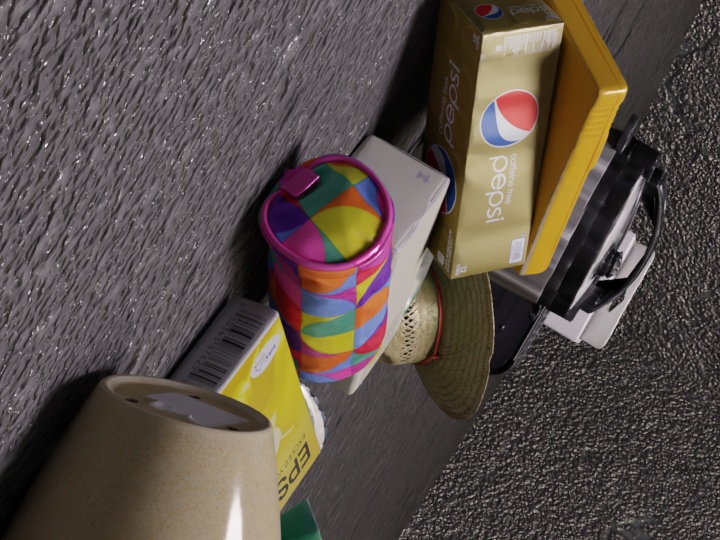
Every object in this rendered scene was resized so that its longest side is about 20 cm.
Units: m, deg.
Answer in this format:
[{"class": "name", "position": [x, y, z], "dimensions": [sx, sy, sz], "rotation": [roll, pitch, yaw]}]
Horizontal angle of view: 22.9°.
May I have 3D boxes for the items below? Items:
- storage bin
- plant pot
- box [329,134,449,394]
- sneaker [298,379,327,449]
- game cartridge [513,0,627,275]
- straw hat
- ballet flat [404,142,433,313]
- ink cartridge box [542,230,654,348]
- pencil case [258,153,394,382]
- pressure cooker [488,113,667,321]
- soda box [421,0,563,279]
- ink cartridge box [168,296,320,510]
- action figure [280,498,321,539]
[{"class": "storage bin", "position": [0.138, -0.009, 1.774], "dimensions": [0.201, 0.135, 0.094], "rotation": [-60, 171, 6]}, {"class": "plant pot", "position": [-0.114, 0.163, 0.924], "dimensions": [0.187, 0.186, 0.202], "rotation": [-13, 120, -77]}, {"class": "box", "position": [0.000, 0.000, 1.283], "dimensions": [0.082, 0.068, 0.201], "rotation": [-54, 169, -34]}, {"class": "sneaker", "position": [-0.087, 0.148, 1.262], "dimensions": [0.086, 0.077, 0.201], "rotation": [-45, 163, -46]}, {"class": "game cartridge", "position": [0.119, -0.125, 1.279], "dimensions": [0.032, 0.177, 0.201], "rotation": [-8, 146, -22]}, {"class": "straw hat", "position": [0.033, 0.035, 1.489], "dimensions": [0.084, 0.202, 0.202], "rotation": [-10, 147, -21]}, {"class": "ballet flat", "position": [0.035, -0.040, 1.417], "dimensions": [0.201, 0.067, 0.064], "rotation": [-58, 143, -16]}, {"class": "ink cartridge box", "position": [0.197, -0.014, 1.877], "dimensions": [0.129, 0.199, 0.125], "rotation": [-59, 171, 2]}, {"class": "pencil case", "position": [-0.024, 0.003, 1.126], "dimensions": [0.089, 0.088, 0.200], "rotation": [-55, 170, -22]}, {"class": "pressure cooker", "position": [0.165, -0.057, 1.562], "dimensions": [0.179, 0.199, 0.176], "rotation": [-60, 172, -16]}, {"class": "soda box", "position": [0.086, -0.097, 1.239], "dimensions": [0.064, 0.068, 0.201], "rotation": [-10, 129, -22]}, {"class": "ink cartridge box", "position": [-0.096, 0.155, 1.123], "dimensions": [0.198, 0.047, 0.201], "rotation": [-55, 146, -32]}, {"class": "action figure", "position": [-0.113, 0.249, 1.254], "dimensions": [0.198, 0.119, 0.055], "rotation": [-17, 168, -8]}]
